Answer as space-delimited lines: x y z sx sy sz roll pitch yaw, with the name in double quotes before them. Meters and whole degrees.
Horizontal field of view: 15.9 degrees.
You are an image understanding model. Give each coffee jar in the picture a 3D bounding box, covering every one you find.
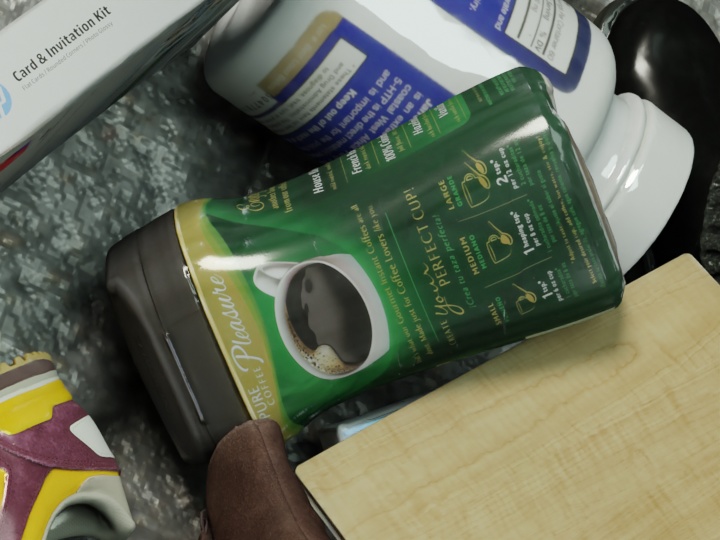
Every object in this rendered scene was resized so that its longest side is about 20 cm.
"coffee jar" 0.000 0.000 1.047 0.199 0.085 0.105 -22 108 2

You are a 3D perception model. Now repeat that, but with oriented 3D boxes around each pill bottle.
"pill bottle" 0.043 -0.078 1.133 0.200 0.120 0.120 34 59 -16

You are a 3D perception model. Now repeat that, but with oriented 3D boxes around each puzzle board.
"puzzle board" 0.096 0.090 1.023 0.199 0.017 0.151 -28 58 -18

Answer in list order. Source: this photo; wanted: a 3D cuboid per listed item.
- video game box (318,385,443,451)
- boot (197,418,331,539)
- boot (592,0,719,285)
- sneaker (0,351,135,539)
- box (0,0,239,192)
"video game box" 0.098 0.132 1.092 0.181 0.047 0.201 -18 91 -17
"boot" -0.024 0.180 1.018 0.072 0.201 0.167 -6 40 -19
"boot" 0.186 -0.051 1.183 0.079 0.158 0.212 -5 76 -31
"sneaker" -0.173 0.109 0.969 0.200 0.075 0.090 -31 85 -33
"box" -0.113 -0.083 1.022 0.041 0.156 0.200 49 57 -4
